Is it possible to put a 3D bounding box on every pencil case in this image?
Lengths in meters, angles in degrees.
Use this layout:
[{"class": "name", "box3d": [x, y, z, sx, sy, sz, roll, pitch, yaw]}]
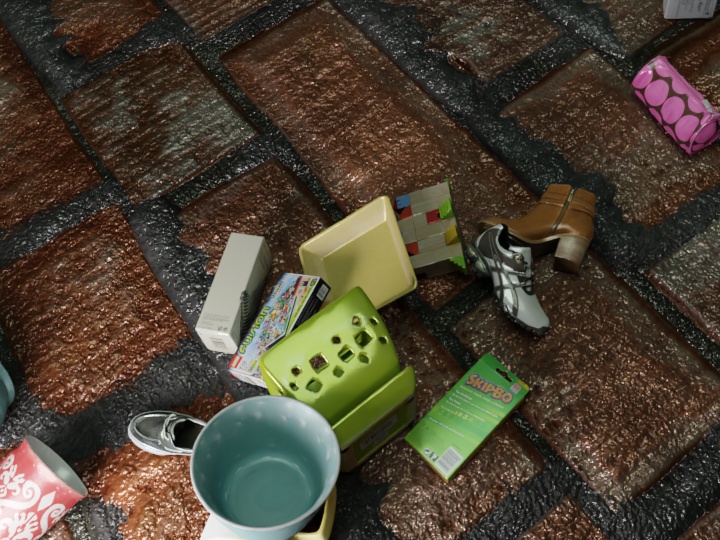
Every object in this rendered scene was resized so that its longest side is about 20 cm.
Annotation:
[{"class": "pencil case", "box3d": [0.597, -0.319, 1.482, 0.089, 0.094, 0.202, -25, 57, -7]}]

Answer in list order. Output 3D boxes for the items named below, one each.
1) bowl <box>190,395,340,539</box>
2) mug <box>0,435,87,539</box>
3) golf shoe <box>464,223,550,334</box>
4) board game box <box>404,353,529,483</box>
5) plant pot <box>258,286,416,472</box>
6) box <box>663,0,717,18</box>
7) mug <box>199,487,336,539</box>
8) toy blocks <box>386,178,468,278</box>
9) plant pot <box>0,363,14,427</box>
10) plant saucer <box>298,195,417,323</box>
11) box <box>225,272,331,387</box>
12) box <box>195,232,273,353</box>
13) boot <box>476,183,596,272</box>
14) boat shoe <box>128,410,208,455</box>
[{"class": "bowl", "box3d": [-0.125, 0.282, 1.063, 0.196, 0.106, 0.203, 1, 44, -1]}, {"class": "mug", "box3d": [-0.546, 0.378, 1.231, 0.134, 0.177, 0.200, 45, 75, -9]}, {"class": "golf shoe", "box3d": [0.260, 0.012, 1.311, 0.095, 0.077, 0.201, -46, 70, 27]}, {"class": "board game box", "box3d": [0.171, 0.230, 1.249, 0.200, 0.030, 0.095, -44, 63, -14]}, {"class": "plant pot", "box3d": [-0.020, 0.182, 1.212, 0.198, 0.200, 0.182, -34, 65, -14]}, {"class": "box", "box3d": [0.689, -0.659, 1.623, 0.103, 0.185, 0.203, 3, 59, 12]}, {"class": "mug", "box3d": [-0.132, 0.355, 1.162, 0.183, 0.151, 0.155, 11, 51, -1]}, {"class": "toy blocks", "box3d": [0.110, -0.065, 1.410, 0.134, 0.100, 0.203, -15, 60, 13]}, {"class": "plant pot", "box3d": [-0.665, 0.212, 1.307, 0.197, 0.203, 0.134, 21, 36, 20]}, {"class": "plant saucer", "box3d": [0.000, 0.000, 1.374, 0.198, 0.048, 0.203, -29, 56, 18]}, {"class": "box", "box3d": [-0.139, 0.099, 1.337, 0.109, 0.035, 0.202, 5, 58, 45]}, {"class": "box", "box3d": [-0.220, 0.039, 1.394, 0.067, 0.083, 0.203, 8, 61, 14]}, {"class": "boot", "box3d": [0.317, -0.097, 1.396, 0.196, 0.077, 0.157, 16, 63, 15]}, {"class": "boat shoe", "box3d": [-0.290, 0.260, 1.274, 0.196, 0.071, 0.073, 6, 59, 13]}]
